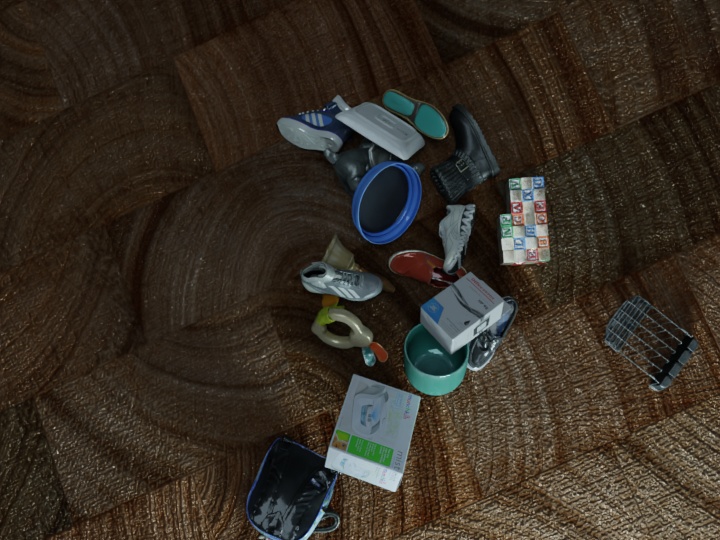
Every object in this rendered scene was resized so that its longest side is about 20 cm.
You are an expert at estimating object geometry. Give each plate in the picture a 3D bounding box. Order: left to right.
[{"bbox_3d":[0.058,-0.349,1.400,0.198,0.200,0.033,33,119,6],"label":"plate"}]

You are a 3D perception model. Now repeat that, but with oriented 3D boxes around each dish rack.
[{"bbox_3d":[0.681,0.167,1.371,0.199,0.055,0.154,39,87,9],"label":"dish rack"}]

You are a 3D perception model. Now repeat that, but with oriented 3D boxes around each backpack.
[{"bbox_3d":[-0.161,0.518,1.333,0.180,0.148,0.203,24,60,7],"label":"backpack"}]

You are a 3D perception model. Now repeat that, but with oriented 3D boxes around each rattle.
[{"bbox_3d":[-0.016,0.131,1.436,0.196,0.144,0.132,22,119,-9],"label":"rattle"}]

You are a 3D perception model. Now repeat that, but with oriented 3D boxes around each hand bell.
[{"bbox_3d":[0.000,0.000,1.430,0.197,0.104,0.106,28,87,-5],"label":"hand bell"}]

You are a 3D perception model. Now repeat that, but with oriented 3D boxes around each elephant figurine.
[{"bbox_3d":[0.040,-0.269,1.428,0.199,0.156,0.142,-39,61,-5],"label":"elephant figurine"}]

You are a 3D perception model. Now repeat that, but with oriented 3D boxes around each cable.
[{"bbox_3d":[-0.149,0.621,1.386,0.194,0.050,0.100,2,80,5],"label":"cable"}]

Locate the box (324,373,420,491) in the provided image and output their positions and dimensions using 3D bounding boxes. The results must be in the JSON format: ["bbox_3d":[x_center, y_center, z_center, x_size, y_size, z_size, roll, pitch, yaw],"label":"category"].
[{"bbox_3d":[0.031,0.370,1.328,0.172,0.098,0.202,17,46,6],"label":"box"}]

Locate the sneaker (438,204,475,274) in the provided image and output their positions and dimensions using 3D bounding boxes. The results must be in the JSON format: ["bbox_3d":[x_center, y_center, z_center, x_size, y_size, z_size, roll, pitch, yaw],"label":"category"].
[{"bbox_3d":[0.223,-0.078,1.400,0.079,0.076,0.203,13,57,14],"label":"sneaker"}]

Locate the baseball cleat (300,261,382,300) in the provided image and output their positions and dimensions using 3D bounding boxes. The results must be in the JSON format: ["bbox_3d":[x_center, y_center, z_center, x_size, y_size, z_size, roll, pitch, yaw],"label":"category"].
[{"bbox_3d":[-0.045,0.025,1.352,0.194,0.107,0.072,0,69,3],"label":"baseball cleat"}]

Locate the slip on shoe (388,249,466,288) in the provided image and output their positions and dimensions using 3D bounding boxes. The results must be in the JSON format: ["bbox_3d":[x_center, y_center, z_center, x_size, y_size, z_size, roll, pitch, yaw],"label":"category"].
[{"bbox_3d":[0.163,0.000,1.411,0.195,0.061,0.076,15,116,4],"label":"slip on shoe"}]

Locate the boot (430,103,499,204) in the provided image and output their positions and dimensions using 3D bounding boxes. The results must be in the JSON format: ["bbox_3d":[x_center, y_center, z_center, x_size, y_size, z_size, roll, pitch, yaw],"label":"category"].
[{"bbox_3d":[0.233,-0.289,1.433,0.155,0.079,0.215,-28,84,1],"label":"boot"}]

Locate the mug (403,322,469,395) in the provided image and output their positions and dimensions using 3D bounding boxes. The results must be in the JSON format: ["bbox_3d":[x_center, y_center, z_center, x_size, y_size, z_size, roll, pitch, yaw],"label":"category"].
[{"bbox_3d":[0.190,0.210,1.359,0.180,0.116,0.154,-9,49,-6],"label":"mug"}]

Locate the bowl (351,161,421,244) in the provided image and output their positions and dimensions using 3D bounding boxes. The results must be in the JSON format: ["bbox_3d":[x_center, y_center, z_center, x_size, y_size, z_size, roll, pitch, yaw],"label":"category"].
[{"bbox_3d":[0.061,-0.164,1.388,0.039,0.200,0.202,34,86,43],"label":"bowl"}]

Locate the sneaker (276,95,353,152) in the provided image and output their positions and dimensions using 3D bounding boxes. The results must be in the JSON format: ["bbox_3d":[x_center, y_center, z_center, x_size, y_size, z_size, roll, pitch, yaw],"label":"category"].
[{"bbox_3d":[-0.101,-0.387,1.480,0.196,0.081,0.148,19,65,22],"label":"sneaker"}]

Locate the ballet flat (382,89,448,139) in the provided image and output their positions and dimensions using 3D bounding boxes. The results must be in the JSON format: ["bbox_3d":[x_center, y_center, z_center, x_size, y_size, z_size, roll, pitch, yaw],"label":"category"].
[{"bbox_3d":[0.145,-0.395,1.448,0.199,0.063,0.069,38,112,16],"label":"ballet flat"}]

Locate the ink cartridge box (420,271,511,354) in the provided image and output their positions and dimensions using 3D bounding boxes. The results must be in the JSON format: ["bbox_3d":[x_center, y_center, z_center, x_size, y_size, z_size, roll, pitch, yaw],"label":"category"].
[{"bbox_3d":[0.246,0.085,1.335,0.198,0.067,0.116,-33,55,-19],"label":"ink cartridge box"}]

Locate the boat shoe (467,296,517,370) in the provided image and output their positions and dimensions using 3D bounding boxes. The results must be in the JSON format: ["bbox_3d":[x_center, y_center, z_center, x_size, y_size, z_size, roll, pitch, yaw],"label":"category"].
[{"bbox_3d":[0.318,0.151,1.390,0.069,0.066,0.202,36,88,7],"label":"boat shoe"}]

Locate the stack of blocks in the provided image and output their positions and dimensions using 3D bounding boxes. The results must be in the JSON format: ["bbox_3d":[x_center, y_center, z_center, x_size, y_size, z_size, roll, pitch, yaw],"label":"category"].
[{"bbox_3d":[0.393,-0.120,1.415,0.112,0.059,0.206,-3,84,4],"label":"stack of blocks"}]
